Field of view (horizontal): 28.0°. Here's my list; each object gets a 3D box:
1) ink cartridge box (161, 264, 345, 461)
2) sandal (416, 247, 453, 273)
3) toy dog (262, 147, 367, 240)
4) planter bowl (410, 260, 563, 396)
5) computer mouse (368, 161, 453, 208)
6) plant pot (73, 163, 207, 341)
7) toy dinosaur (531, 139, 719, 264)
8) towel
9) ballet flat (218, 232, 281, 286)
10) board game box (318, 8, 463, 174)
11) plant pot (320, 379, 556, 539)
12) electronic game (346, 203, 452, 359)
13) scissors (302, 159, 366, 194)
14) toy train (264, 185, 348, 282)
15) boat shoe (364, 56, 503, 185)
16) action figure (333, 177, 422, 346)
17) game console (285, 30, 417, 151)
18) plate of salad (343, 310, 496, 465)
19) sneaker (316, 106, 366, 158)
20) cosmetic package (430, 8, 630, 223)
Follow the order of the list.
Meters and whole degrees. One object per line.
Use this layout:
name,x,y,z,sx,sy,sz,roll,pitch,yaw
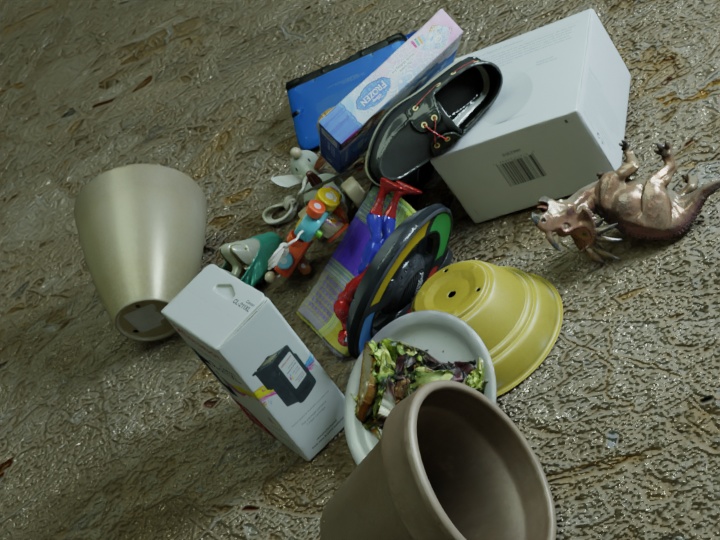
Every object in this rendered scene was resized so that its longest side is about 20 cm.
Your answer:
ink cartridge box,-0.117,0.103,1.638,0.083,0.200,0.146,-45,35,-13
sandal,0.022,-0.004,1.783,0.200,0.045,0.075,-7,44,36
toy dog,-0.068,-0.124,1.961,0.132,0.096,0.200,-48,36,-17
planter bowl,0.117,0.050,1.602,0.200,0.084,0.201,-23,37,18
computer mouse,0.064,-0.108,1.855,0.140,0.046,0.200,-8,36,35
plant pot,-0.297,-0.009,1.977,0.187,0.187,0.200,-24,50,17
toy dinosaur,0.302,-0.065,1.587,0.200,0.086,0.136,6,61,24
towel,0.000,0.000,1.757,0.200,0.023,0.144,-57,33,10
ballet flat,-0.170,0.006,1.919,0.067,0.070,0.200,-2,47,41
board game box,0.034,-0.214,1.765,0.199,0.043,0.200,-44,-4,-5
plant pot,0.060,0.232,1.371,0.175,0.200,0.200,-38,29,32
electronic game,0.046,0.014,1.631,0.042,0.200,0.200,30,66,17
scissors,0.011,-0.135,1.799,0.200,0.014,0.073,-23,10,45
toy train,-0.063,-0.035,1.820,0.150,0.056,0.200,-55,1,0
boat shoe,0.085,-0.177,1.695,0.201,0.074,0.063,-44,22,-14
action figure,0.015,-0.005,1.666,0.052,0.065,0.200,27,101,23
game console,0.004,-0.269,2.145,0.200,0.118,0.171,-21,68,22
plate of salad,0.055,0.138,1.525,0.200,0.048,0.201,-14,67,35
sneaker,0.041,-0.202,1.959,0.199,0.076,0.088,-4,21,2
cosmetic package,0.212,-0.188,1.767,0.199,0.123,0.200,-16,40,30
